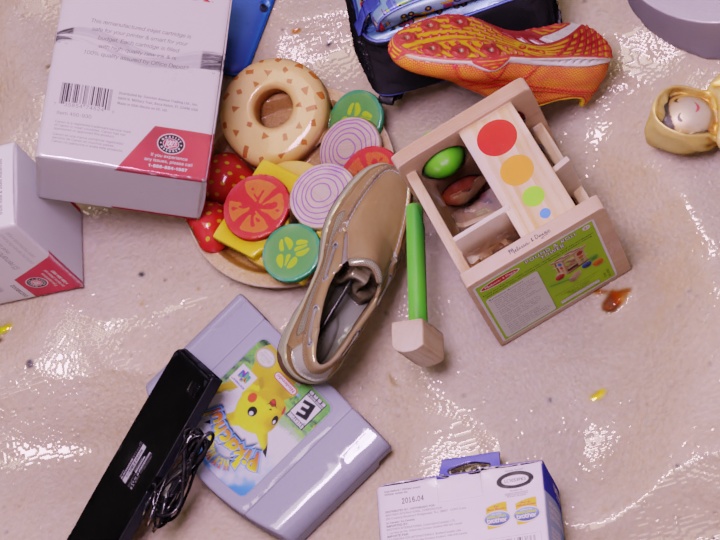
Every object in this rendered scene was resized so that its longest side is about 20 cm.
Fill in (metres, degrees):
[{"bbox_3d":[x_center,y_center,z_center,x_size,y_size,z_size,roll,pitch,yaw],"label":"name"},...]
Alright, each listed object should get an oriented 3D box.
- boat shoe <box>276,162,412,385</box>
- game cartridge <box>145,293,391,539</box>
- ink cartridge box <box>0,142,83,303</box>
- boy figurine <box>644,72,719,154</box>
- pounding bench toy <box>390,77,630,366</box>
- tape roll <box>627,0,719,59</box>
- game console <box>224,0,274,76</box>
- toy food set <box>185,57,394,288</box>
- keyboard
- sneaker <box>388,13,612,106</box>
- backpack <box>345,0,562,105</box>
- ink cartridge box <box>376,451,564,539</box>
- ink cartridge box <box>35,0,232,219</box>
[{"bbox_3d":[0.000,0.000,1.683,0.072,0.076,0.200,24,73,-14],"label":"boat shoe"},{"bbox_3d":[-0.085,0.127,1.716,0.133,0.040,0.200,-46,61,-1],"label":"game cartridge"},{"bbox_3d":[-0.362,-0.027,1.812,0.199,0.145,0.084,-12,65,14],"label":"ink cartridge box"},{"bbox_3d":[0.329,-0.136,1.679,0.199,0.064,0.125,-5,69,13],"label":"boy figurine"},{"bbox_3d":[0.087,-0.034,1.678,0.200,0.124,0.156,-31,61,3],"label":"pounding bench toy"},{"bbox_3d":[0.313,-0.281,1.745,0.200,0.066,0.201,-7,65,16],"label":"tape roll"},{"bbox_3d":[-0.167,-0.282,1.931,0.170,0.118,0.200,-3,62,51],"label":"game console"},{"bbox_3d":[-0.060,-0.079,1.789,0.198,0.049,0.200,27,77,26],"label":"toy food set"},{"bbox_3d":[-0.167,0.170,1.703,0.200,0.040,0.104,-60,35,6],"label":"keyboard"},{"bbox_3d":[0.114,-0.162,1.698,0.199,0.077,0.073,4,39,-23],"label":"sneaker"},{"bbox_3d":[0.066,-0.268,1.779,0.182,0.135,0.200,-15,55,4],"label":"backpack"},{"bbox_3d":[0.089,0.228,1.588,0.136,0.076,0.201,-10,64,12],"label":"ink cartridge box"},{"bbox_3d":[-0.193,-0.158,1.777,0.146,0.083,0.201,8,65,-5],"label":"ink cartridge box"}]
